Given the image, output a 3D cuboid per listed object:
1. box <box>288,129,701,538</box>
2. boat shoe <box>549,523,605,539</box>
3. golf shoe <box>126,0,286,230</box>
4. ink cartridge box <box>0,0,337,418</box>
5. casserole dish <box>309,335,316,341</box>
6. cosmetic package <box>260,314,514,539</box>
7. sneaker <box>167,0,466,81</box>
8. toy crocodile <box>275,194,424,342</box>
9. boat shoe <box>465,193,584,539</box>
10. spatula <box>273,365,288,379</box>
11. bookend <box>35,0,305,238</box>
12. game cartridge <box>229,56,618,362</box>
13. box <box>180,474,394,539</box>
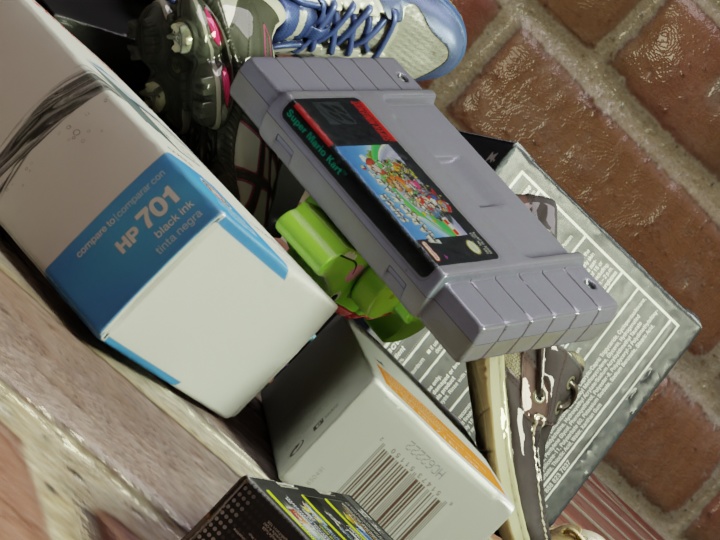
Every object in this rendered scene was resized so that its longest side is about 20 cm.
[{"bbox_3d":[0.085,0.043,1.454,0.198,0.200,0.123,43,-9,-24],"label":"box"},{"bbox_3d":[0.126,0.190,1.336,0.074,0.069,0.200,42,1,1],"label":"boat shoe"},{"bbox_3d":[-0.066,-0.054,1.162,0.077,0.201,0.088,12,21,44],"label":"golf shoe"},{"bbox_3d":[-0.123,-0.037,1.044,0.200,0.086,0.146,47,3,27],"label":"ink cartridge box"},{"bbox_3d":[-0.109,-0.010,1.327,0.200,0.039,0.121,42,4,-20],"label":"casserole dish"},{"bbox_3d":[0.010,0.094,1.136,0.101,0.071,0.200,43,2,-10],"label":"cosmetic package"},{"bbox_3d":[-0.032,-0.144,1.240,0.199,0.075,0.088,15,25,-12],"label":"sneaker"},{"bbox_3d":[0.000,0.000,1.151,0.068,0.062,0.200,47,8,15],"label":"toy crocodile"},{"bbox_3d":[0.092,0.054,1.180,0.072,0.065,0.201,118,-35,-83],"label":"boat shoe"},{"bbox_3d":[-0.013,0.091,1.339,0.057,0.021,0.200,44,2,30],"label":"spatula"},{"bbox_3d":[-0.148,-0.124,1.267,0.198,0.092,0.200,14,21,-37],"label":"bookend"},{"bbox_3d":[0.032,-0.038,1.107,0.200,0.038,0.129,50,27,24],"label":"game cartridge"},{"bbox_3d":[0.032,0.160,0.766,0.200,0.044,0.160,44,3,14],"label":"box"}]
